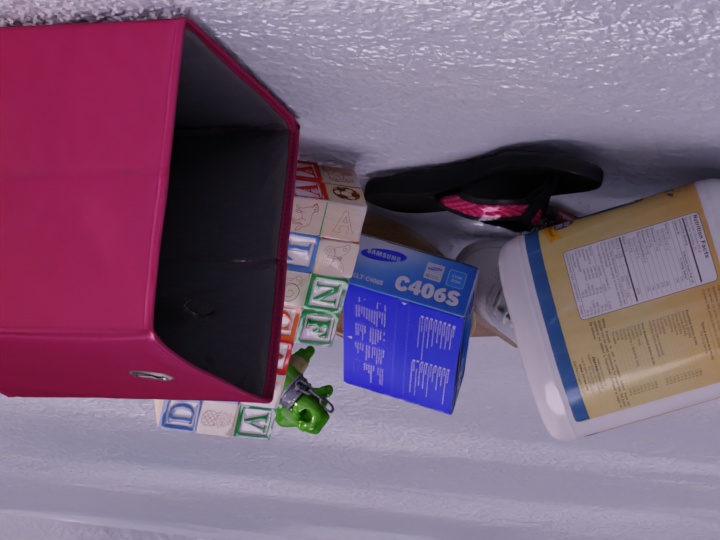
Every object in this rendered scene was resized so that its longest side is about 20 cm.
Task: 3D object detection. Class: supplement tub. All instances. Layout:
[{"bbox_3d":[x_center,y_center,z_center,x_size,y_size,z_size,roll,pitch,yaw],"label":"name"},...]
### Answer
[{"bbox_3d":[0.205,0.022,1.346,0.198,0.146,0.145,-17,161,8],"label":"supplement tub"}]

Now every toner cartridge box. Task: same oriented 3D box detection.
[{"bbox_3d":[0.036,0.045,1.514,0.094,0.044,0.200,16,156,6],"label":"toner cartridge box"}]

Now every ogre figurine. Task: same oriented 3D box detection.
[{"bbox_3d":[-0.094,0.075,1.745,0.098,0.201,0.120,-39,114,16],"label":"ogre figurine"}]

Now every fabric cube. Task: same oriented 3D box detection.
[{"bbox_3d":[-0.170,-0.030,1.251,0.197,0.202,0.196,0,165,19],"label":"fabric cube"}]

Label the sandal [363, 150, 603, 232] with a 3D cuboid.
[{"bbox_3d":[0.087,-0.048,1.388,0.199,0.046,0.075,-8,160,40],"label":"sandal"}]

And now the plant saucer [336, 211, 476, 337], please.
[{"bbox_3d":[0.000,0.000,1.544,0.198,0.036,0.201,17,156,7],"label":"plant saucer"}]

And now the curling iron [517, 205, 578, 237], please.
[{"bbox_3d":[0.188,-0.010,1.511,0.199,0.050,0.026,14,-156,-43],"label":"curling iron"}]

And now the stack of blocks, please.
[{"bbox_3d":[-0.075,0.021,1.423,0.114,0.202,0.059,8,-153,-15],"label":"stack of blocks"}]

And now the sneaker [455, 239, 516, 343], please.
[{"bbox_3d":[0.143,0.030,1.492,0.199,0.075,0.099,34,-171,32],"label":"sneaker"}]

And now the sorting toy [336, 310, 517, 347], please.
[{"bbox_3d":[0.022,0.025,1.709,0.198,0.037,0.185,3,165,28],"label":"sorting toy"}]
